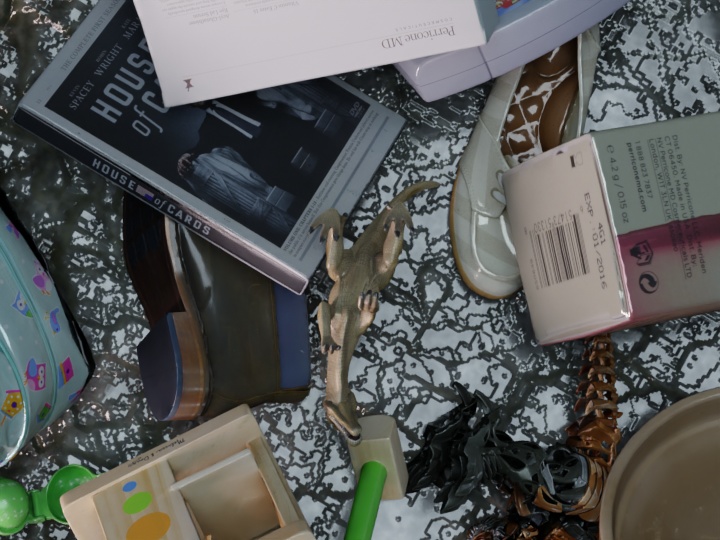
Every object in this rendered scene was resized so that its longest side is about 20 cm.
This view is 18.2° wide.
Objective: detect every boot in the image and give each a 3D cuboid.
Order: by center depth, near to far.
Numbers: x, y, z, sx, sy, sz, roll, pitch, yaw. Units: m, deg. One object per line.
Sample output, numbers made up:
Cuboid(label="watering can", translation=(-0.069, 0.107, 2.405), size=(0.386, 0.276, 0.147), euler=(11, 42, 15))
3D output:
Cuboid(label="boot", translation=(-0.088, -0.005, 1.373), size=(0.096, 0.075, 0.202), euler=(3, 71, -28))

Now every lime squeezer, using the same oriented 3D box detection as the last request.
Cuboid(label="lime squeezer", translation=(-0.194, 0.136, 1.335), size=(0.198, 0.071, 0.038), euler=(-8, 85, -11))

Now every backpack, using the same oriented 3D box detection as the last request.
Cuboid(label="backpack", translation=(-0.252, 0.022, 1.299), size=(0.126, 0.166, 0.201), euler=(-38, 97, -44))

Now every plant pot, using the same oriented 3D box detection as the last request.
Cuboid(label="plant pot", translation=(0.239, 0.173, 1.323), size=(0.199, 0.093, 0.202), euler=(-2, 53, 2))

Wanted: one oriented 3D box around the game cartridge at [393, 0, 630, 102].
Cuboid(label="game cartridge", translation=(0.099, -0.184, 1.362), size=(0.199, 0.133, 0.042), euler=(-32, 127, -5))

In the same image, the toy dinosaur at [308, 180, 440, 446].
Cuboid(label="toy dinosaur", translation=(0.000, 0.000, 1.320), size=(0.058, 0.101, 0.201), euler=(14, 58, 6))

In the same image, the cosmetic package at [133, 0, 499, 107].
Cuboid(label="cosmetic package", translation=(-0.036, -0.186, 1.271), size=(0.199, 0.052, 0.152), euler=(-9, 109, 17))

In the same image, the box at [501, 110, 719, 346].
Cuboid(label="box", translation=(0.202, -0.031, 1.315), size=(0.199, 0.128, 0.110), euler=(-10, 85, -21))

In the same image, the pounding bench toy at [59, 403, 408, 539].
Cuboid(label="pounding bench toy", translation=(-0.046, 0.170, 1.277), size=(0.199, 0.156, 0.125), euler=(-26, 121, -5))

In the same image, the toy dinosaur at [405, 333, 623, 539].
Cuboid(label="toy dinosaur", translation=(0.105, 0.131, 1.356), size=(0.135, 0.102, 0.201), euler=(22, 64, -14))

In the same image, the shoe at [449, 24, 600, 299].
Cuboid(label="shoe", translation=(0.101, -0.082, 1.381), size=(0.069, 0.053, 0.201), euler=(15, 84, -1))

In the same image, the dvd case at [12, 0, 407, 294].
Cuboid(label="dvd case", translation=(-0.087, -0.090, 1.352), size=(0.199, 0.025, 0.151), euler=(31, 51, 0))
